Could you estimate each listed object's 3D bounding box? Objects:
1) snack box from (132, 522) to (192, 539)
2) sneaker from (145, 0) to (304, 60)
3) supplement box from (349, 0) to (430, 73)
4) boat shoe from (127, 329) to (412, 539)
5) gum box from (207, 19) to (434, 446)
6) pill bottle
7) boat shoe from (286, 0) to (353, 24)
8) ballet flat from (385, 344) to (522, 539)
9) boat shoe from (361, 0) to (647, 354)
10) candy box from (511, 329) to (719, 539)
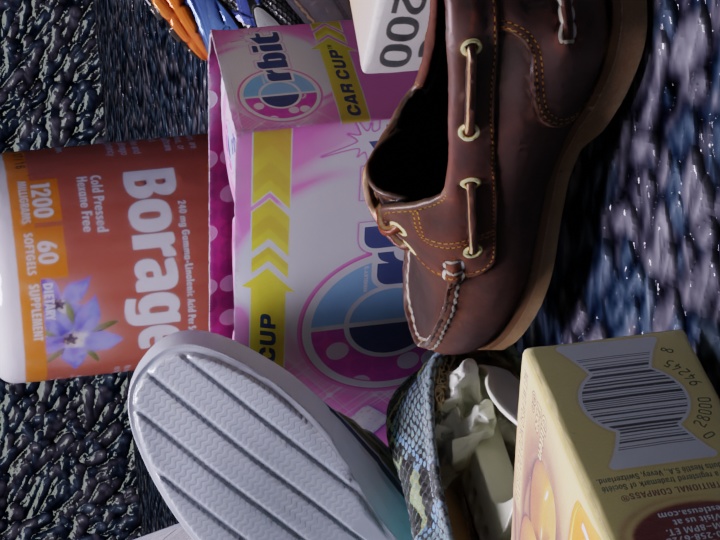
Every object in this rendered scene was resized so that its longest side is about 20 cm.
[{"bbox_3d":[-0.049,0.214,1.078,0.142,0.053,0.201,-25,100,53],"label":"snack box"},{"bbox_3d":[-0.021,-0.090,0.957,0.200,0.078,0.075,51,-174,-5],"label":"sneaker"},{"bbox_3d":[0.024,-0.186,0.777,0.126,0.073,0.201,105,157,-64],"label":"supplement box"},{"bbox_3d":[-0.010,0.096,0.880,0.200,0.072,0.062,45,-165,-12],"label":"boat shoe"},{"bbox_3d":[0.000,0.000,0.900,0.066,0.113,0.201,-108,16,-47],"label":"gum box"},{"bbox_3d":[-0.085,-0.010,1.120,0.112,0.198,0.113,173,90,-79],"label":"pill bottle"},{"bbox_3d":[-0.044,-0.154,0.871,0.075,0.073,0.201,-91,-22,-55],"label":"boat shoe"},{"bbox_3d":[0.055,0.098,0.807,0.075,0.074,0.201,95,162,-45],"label":"ballet flat"},{"bbox_3d":[0.034,-0.039,0.765,0.201,0.070,0.071,104,150,-50],"label":"boat shoe"},{"bbox_3d":[0.091,0.122,0.628,0.201,0.055,0.116,-108,15,-53],"label":"candy box"}]
